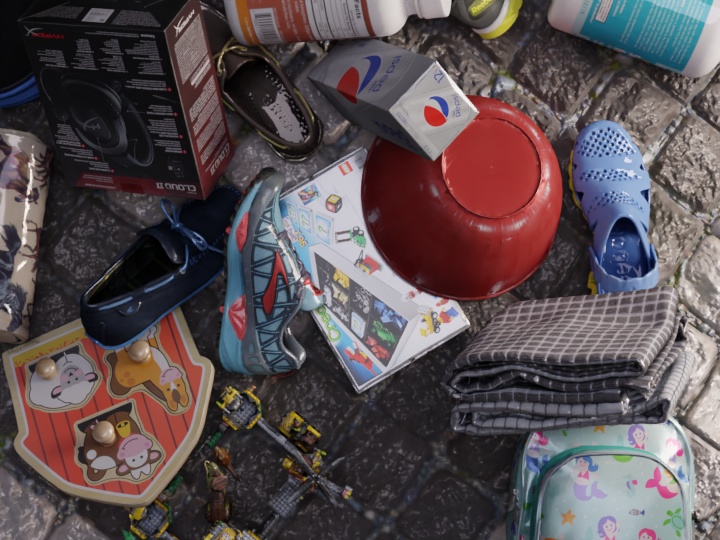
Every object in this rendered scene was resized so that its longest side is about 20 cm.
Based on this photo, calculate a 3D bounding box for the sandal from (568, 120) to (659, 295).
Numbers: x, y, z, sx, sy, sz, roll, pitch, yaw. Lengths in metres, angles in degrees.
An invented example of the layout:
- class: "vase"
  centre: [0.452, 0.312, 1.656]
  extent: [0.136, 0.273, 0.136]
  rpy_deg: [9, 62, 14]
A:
- class: "sandal"
  centre: [0.244, -0.046, 1.572]
  extent: [0.079, 0.087, 0.201]
  rpy_deg: [-10, 82, -1]

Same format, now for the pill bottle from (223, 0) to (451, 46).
- class: "pill bottle"
  centre: [-0.020, -0.269, 1.537]
  extent: [0.199, 0.112, 0.113]
  rpy_deg: [-3, 83, 10]

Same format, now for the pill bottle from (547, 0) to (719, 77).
- class: "pill bottle"
  centre: [0.286, -0.251, 1.583]
  extent: [0.199, 0.111, 0.111]
  rpy_deg: [21, 83, 1]

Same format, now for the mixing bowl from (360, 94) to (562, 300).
- class: "mixing bowl"
  centre: [0.108, -0.081, 1.543]
  extent: [0.199, 0.108, 0.202]
  rpy_deg: [3, 77, -12]

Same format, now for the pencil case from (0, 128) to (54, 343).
- class: "pencil case"
  centre: [-0.337, -0.029, 1.561]
  extent: [0.077, 0.089, 0.201]
  rpy_deg: [10, 83, -29]

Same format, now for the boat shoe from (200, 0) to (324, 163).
- class: "boat shoe"
  centre: [-0.111, -0.187, 1.592]
  extent: [0.072, 0.060, 0.200]
  rpy_deg: [-40, 86, -4]

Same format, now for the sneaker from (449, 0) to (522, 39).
- class: "sneaker"
  centre: [0.117, -0.326, 1.589]
  extent: [0.074, 0.084, 0.201]
  rpy_deg: [-3, 81, 44]

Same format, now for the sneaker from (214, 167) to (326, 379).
- class: "sneaker"
  centre: [-0.074, 0.003, 1.540]
  extent: [0.095, 0.079, 0.201]
  rpy_deg: [11, 112, 10]

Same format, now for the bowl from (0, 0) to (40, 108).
- class: "bowl"
  centre: [-0.350, -0.254, 1.574]
  extent: [0.199, 0.039, 0.202]
  rpy_deg: [1, 94, 15]

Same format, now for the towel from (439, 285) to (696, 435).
- class: "towel"
  centre: [0.188, 0.079, 1.484]
  extent: [0.199, 0.166, 0.086]
  rpy_deg: [-6, 104, 24]

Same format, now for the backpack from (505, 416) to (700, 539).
- class: "backpack"
  centre: [0.219, 0.216, 1.516]
  extent: [0.176, 0.151, 0.201]
  rpy_deg: [3, 79, 0]

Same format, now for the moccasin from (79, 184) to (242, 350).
- class: "moccasin"
  centre: [-0.176, -0.010, 1.542]
  extent: [0.080, 0.068, 0.200]
  rpy_deg: [27, 63, 28]

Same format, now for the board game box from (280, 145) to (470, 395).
- class: "board game box"
  centre: [0.000, 0.000, 1.586]
  extent: [0.126, 0.035, 0.201]
  rpy_deg: [-30, 85, -5]

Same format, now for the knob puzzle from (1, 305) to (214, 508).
- class: "knob puzzle"
  centre: [-0.227, 0.123, 1.527]
  extent: [0.218, 0.030, 0.221]
  rpy_deg: [-5, 64, 9]

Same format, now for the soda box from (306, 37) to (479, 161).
- class: "soda box"
  centre: [0.026, -0.162, 1.521]
  extent: [0.063, 0.200, 0.068]
  rpy_deg: [-47, 118, -5]

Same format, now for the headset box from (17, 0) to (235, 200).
- class: "headset box"
  centre: [-0.207, -0.154, 1.514]
  extent: [0.148, 0.201, 0.077]
  rpy_deg: [6, 42, 21]

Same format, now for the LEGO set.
- class: "LEGO set"
  centre: [-0.118, 0.203, 1.518]
  extent: [0.200, 0.116, 0.154]
  rpy_deg: [-42, 86, -6]
